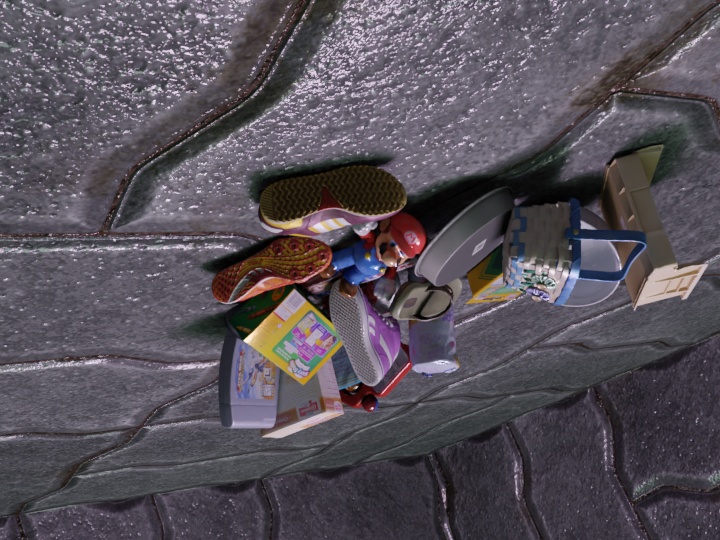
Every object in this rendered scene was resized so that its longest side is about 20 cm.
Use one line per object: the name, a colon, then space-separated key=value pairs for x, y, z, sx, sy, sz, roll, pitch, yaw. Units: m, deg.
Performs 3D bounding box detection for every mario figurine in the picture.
mario figurine: x=0.019 y=-0.017 z=1.268 sx=0.122 sy=0.108 sz=0.199 roll=8 pitch=151 yaw=-44

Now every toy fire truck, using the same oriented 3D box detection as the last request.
toy fire truck: x=0.005 y=0.188 z=1.660 sx=0.201 sy=0.169 sz=0.111 roll=-50 pitch=147 yaw=18

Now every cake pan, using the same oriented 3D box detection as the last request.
cake pan: x=0.171 y=-0.047 z=1.286 sx=0.199 sy=0.037 sz=0.201 roll=-37 pitch=163 yaw=-13

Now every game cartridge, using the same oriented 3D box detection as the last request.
game cartridge: x=-0.201 y=0.185 z=1.506 sx=0.041 sy=0.204 sz=0.133 roll=-1 pitch=172 yaw=32

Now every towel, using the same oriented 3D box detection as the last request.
towel: x=-0.088 y=0.175 z=1.638 sx=0.198 sy=0.149 sz=0.022 roll=-23 pitch=174 yaw=25

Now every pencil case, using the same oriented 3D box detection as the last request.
pencil case: x=0.130 y=0.082 z=1.468 sx=0.089 sy=0.204 sz=0.083 roll=2 pitch=161 yaw=-15

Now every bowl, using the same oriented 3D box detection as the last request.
bowl: x=0.350 y=-0.043 z=1.399 sx=0.198 sy=0.091 sz=0.203 roll=18 pitch=137 yaw=17

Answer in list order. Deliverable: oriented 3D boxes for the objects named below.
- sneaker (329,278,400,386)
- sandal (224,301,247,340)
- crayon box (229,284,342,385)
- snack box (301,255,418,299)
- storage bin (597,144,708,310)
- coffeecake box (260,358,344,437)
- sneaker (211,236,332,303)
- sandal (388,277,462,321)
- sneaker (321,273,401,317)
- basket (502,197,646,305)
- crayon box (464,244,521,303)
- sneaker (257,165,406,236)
sneaker: x=0.013 y=0.085 z=1.441 sx=0.072 sy=0.203 sz=0.114 roll=4 pitch=-149 yaw=37
sandal: x=-0.157 y=0.099 z=1.482 sx=0.198 sy=0.077 sz=0.043 roll=3 pitch=148 yaw=-40
crayon box: x=-0.118 y=0.102 z=1.408 sx=0.119 sy=0.058 sz=0.200 roll=-45 pitch=140 yaw=-2
snack box: x=0.000 y=0.000 z=1.413 sx=0.197 sy=0.025 sz=0.072 roll=-19 pitch=160 yaw=11
storage bin: x=0.460 y=-0.065 z=1.318 sx=0.092 sy=0.203 sz=0.199 roll=-14 pitch=160 yaw=6
coffeecake box: x=-0.132 y=0.200 z=1.584 sx=0.152 sy=0.203 sz=0.073 roll=-23 pitch=159 yaw=24
sneaker: x=-0.135 y=-0.006 z=1.267 sx=0.197 sy=0.074 sz=0.077 roll=-16 pitch=-178 yaw=14
sandal: x=0.116 y=0.053 z=1.351 sx=0.200 sy=0.057 sz=0.081 roll=-14 pitch=125 yaw=-56
sneaker: x=-0.006 y=0.058 z=1.501 sx=0.106 sy=0.068 sz=0.201 roll=-8 pitch=162 yaw=-25
basket: x=0.317 y=-0.024 z=1.255 sx=0.196 sy=0.141 sz=0.177 roll=0 pitch=159 yaw=5
crayon box: x=0.291 y=-0.002 z=1.579 sx=0.124 sy=0.052 sz=0.200 roll=-4 pitch=156 yaw=-28
sneaker: x=-0.039 y=-0.089 z=1.101 sx=0.196 sy=0.076 sz=0.090 roll=-4 pitch=167 yaw=-10
